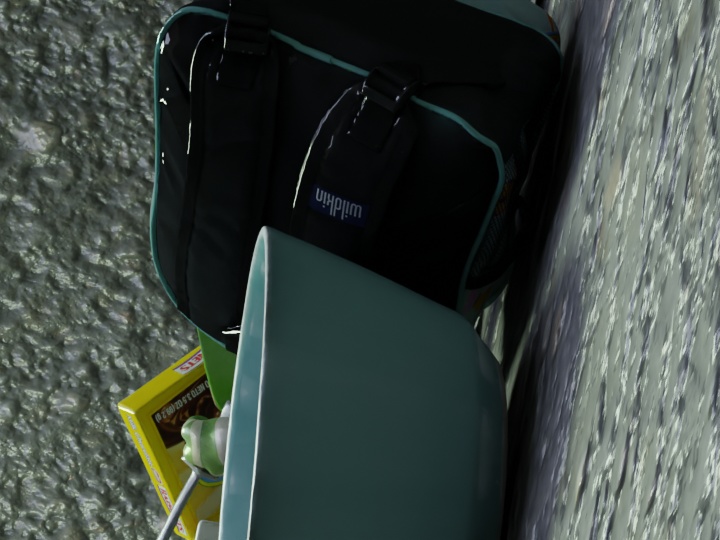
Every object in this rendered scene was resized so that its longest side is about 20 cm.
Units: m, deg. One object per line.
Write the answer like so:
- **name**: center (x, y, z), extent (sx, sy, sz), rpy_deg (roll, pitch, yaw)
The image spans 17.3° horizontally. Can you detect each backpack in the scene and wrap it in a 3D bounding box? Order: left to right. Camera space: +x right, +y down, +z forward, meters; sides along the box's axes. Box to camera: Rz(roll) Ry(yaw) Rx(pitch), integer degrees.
- **backpack**: center (-0.004, -0.046, 1.080), extent (0.153, 0.176, 0.200), rpy_deg (-54, -19, -51)

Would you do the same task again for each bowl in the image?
- **bowl**: center (0.000, 0.087, 0.979), extent (0.201, 0.105, 0.201), rpy_deg (-173, 90, -84)

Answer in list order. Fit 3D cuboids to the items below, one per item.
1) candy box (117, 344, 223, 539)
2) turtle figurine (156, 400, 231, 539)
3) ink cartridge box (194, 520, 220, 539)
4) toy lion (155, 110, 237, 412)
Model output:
- **candy box**: center (-0.051, 0.071, 1.467), extent (0.026, 0.200, 0.102), rpy_deg (22, 140, 49)
- **turtle figurine**: center (-0.023, 0.094, 1.197), extent (0.200, 0.144, 0.194), rpy_deg (110, 174, -49)
- **ink cartridge box**: center (-0.051, 0.233, 1.419), extent (0.200, 0.125, 0.129), rpy_deg (112, 169, -76)
- **toy lion**: center (-0.071, -0.018, 1.261), extent (0.192, 0.069, 0.200), rpy_deg (-31, -65, -82)
